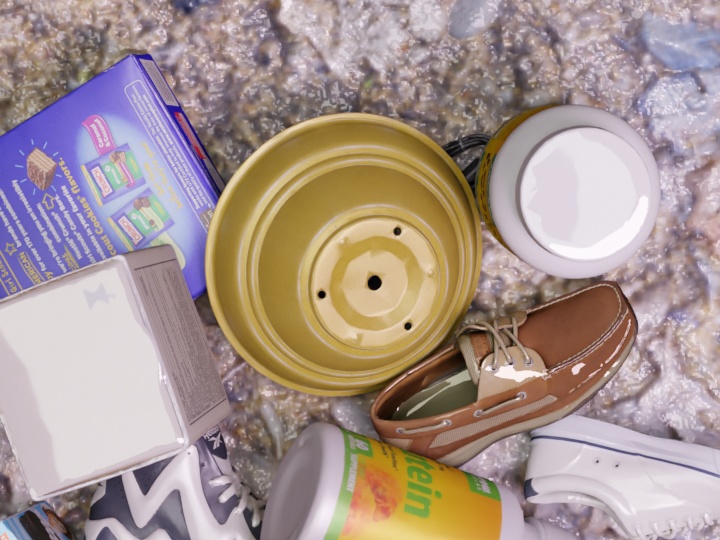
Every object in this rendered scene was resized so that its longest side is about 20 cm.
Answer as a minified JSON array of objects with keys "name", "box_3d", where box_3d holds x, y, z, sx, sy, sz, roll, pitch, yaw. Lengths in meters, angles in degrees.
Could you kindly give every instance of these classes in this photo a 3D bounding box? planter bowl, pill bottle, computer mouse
[{"name":"planter bowl","box_3d":[0.000,0.000,1.656,0.199,0.083,0.202,-4,105,-15]},{"name":"pill bottle","box_3d":[0.042,0.184,1.658,0.199,0.111,0.112,20,94,-18]},{"name":"pill bottle","box_3d":[0.137,-0.053,1.610,0.112,0.200,0.114,0,94,-2]},{"name":"computer mouse","box_3d":[0.027,-0.018,1.717,0.059,0.034,0.200,40,95,6]}]

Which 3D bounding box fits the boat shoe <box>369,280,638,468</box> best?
[{"name":"boat shoe","box_3d":[0.095,0.070,1.672,0.199,0.074,0.076,-34,48,11]}]

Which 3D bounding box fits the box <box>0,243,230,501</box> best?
[{"name":"box","box_3d":[-0.165,0.062,1.589,0.108,0.200,0.129,-20,91,5]}]

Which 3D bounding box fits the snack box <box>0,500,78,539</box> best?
[{"name":"snack box","box_3d":[-0.183,0.252,1.710,0.037,0.116,0.200,-41,86,6]}]

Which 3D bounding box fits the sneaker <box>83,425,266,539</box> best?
[{"name":"sneaker","box_3d":[-0.092,0.155,1.714,0.197,0.079,0.131,6,94,10]}]

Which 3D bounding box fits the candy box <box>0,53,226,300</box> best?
[{"name":"candy box","box_3d":[-0.195,-0.030,1.725,0.199,0.077,0.170,-30,89,6]}]

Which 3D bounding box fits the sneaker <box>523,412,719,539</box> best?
[{"name":"sneaker","box_3d":[0.207,0.154,1.676,0.199,0.073,0.071,13,77,17]}]
